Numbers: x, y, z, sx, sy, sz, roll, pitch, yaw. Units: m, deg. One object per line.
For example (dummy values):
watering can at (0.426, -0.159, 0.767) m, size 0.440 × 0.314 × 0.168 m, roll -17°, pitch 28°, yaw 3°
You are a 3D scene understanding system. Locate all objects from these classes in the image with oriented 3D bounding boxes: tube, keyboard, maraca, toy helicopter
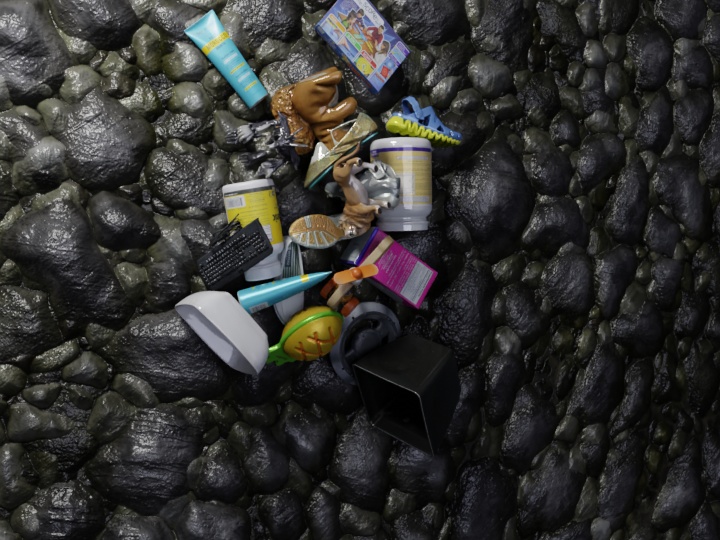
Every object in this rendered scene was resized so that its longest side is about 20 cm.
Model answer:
tube at (-0.155, 0.038, 1.265) m, size 0.196 × 0.077 × 0.051 m, roll -18°, pitch 94°, yaw -8°
keyboard at (-0.272, -0.037, 1.230) m, size 0.105 × 0.198 × 0.040 m, roll 61°, pitch 29°, yaw 1°
tube at (-0.274, -0.437, 1.266) m, size 0.077 × 0.050 × 0.201 m, roll -43°, pitch 104°, yaw -22°
maraca at (-0.123, 0.149, 1.323) m, size 0.199 × 0.108 × 0.137 m, roll -36°, pitch 148°, yaw 14°
toy helicopter at (0.000, 0.000, 1.275) m, size 0.079 × 0.132 × 0.200 m, roll 41°, pitch 79°, yaw 8°

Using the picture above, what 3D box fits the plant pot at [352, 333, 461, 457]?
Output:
plant pot at (0.125, 0.268, 1.404) m, size 0.177 × 0.198 × 0.203 m, roll -40°, pitch 129°, yaw -34°

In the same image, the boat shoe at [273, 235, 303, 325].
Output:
boat shoe at (-0.159, 0.027, 1.338) m, size 0.072 × 0.067 × 0.205 m, roll -9°, pitch 98°, yaw -22°

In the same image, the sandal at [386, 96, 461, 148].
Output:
sandal at (0.160, -0.352, 1.444) m, size 0.197 × 0.079 × 0.089 m, roll 16°, pitch 84°, yaw -25°

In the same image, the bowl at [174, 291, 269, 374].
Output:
bowl at (-0.272, 0.117, 1.232) m, size 0.075 × 0.198 × 0.201 m, roll -46°, pitch 109°, yaw -24°

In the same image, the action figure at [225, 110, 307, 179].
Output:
action figure at (-0.194, -0.249, 1.226) m, size 0.102 × 0.198 × 0.121 m, roll -37°, pitch 116°, yaw -32°

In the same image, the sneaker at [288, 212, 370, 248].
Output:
sneaker at (-0.074, -0.086, 1.352) m, size 0.196 × 0.087 × 0.077 m, roll -10°, pitch 87°, yaw -29°

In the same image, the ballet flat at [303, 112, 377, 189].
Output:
ballet flat at (-0.054, -0.254, 1.261) m, size 0.199 × 0.071 × 0.071 m, roll -39°, pitch 108°, yaw 2°

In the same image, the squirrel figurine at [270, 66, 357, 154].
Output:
squirrel figurine at (-0.096, -0.320, 1.321) m, size 0.196 × 0.142 × 0.190 m, roll -22°, pitch 113°, yaw -6°

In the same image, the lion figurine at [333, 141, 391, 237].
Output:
lion figurine at (-0.014, -0.165, 1.252) m, size 0.072 × 0.121 × 0.203 m, roll -41°, pitch 122°, yaw -43°

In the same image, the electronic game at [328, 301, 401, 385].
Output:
electronic game at (0.013, 0.174, 1.438) m, size 0.196 × 0.041 × 0.205 m, roll -6°, pitch 102°, yaw -28°

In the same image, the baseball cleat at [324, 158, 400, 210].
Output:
baseball cleat at (0.008, -0.195, 1.331) m, size 0.069 × 0.197 × 0.109 m, roll -10°, pitch 112°, yaw -56°

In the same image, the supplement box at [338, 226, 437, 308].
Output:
supplement box at (0.066, -0.007, 1.415) m, size 0.199 × 0.101 × 0.104 m, roll 36°, pitch 80°, yaw -22°

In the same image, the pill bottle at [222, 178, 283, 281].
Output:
pill bottle at (-0.222, -0.086, 1.279) m, size 0.109 × 0.111 × 0.205 m, roll -12°, pitch 99°, yaw -22°

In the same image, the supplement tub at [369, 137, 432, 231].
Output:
supplement tub at (0.093, -0.195, 1.388) m, size 0.142 × 0.145 × 0.205 m, roll -3°, pitch 95°, yaw -23°

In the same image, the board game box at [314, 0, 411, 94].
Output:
board game box at (0.008, -0.528, 1.383) m, size 0.200 × 0.034 × 0.136 m, roll 44°, pitch 77°, yaw -20°
